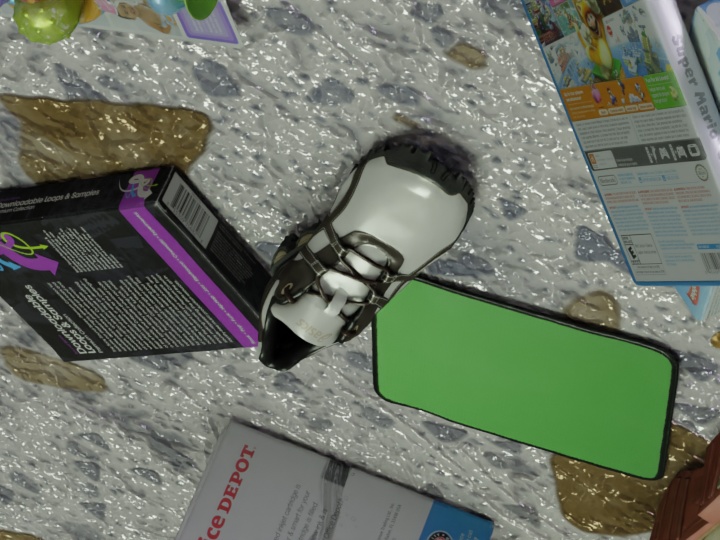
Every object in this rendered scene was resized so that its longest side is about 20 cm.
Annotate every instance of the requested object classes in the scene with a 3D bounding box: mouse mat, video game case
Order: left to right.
[{"bbox_3d":[0.100,0.067,1.885,0.199,0.008,0.161,17,149,12],"label":"mouse mat"},{"bbox_3d":[0.133,-0.087,1.469,0.201,0.018,0.143,67,163,-7],"label":"video game case"}]

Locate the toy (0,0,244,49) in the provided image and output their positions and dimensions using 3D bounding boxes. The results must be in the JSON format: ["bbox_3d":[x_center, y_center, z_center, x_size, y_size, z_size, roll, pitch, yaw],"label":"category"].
[{"bbox_3d":[-0.173,-0.161,1.675,0.199,0.047,0.115,6,144,26],"label":"toy"}]

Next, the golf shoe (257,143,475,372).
[{"bbox_3d":[0.000,0.000,1.763,0.078,0.095,0.200,32,145,-9],"label":"golf shoe"}]

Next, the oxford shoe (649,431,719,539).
[{"bbox_3d":[0.232,0.160,1.883,0.074,0.071,0.200,18,153,-8],"label":"oxford shoe"}]

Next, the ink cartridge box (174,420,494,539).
[{"bbox_3d":[-0.028,0.213,2.060,0.199,0.145,0.084,21,150,3],"label":"ink cartridge box"}]

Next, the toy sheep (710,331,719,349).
[{"bbox_3d":[0.275,0.075,1.664,0.200,0.138,0.138,50,143,-11],"label":"toy sheep"}]

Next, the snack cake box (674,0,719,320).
[{"bbox_3d":[0.212,-0.070,1.482,0.067,0.115,0.200,59,161,26],"label":"snack cake box"}]

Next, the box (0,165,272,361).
[{"bbox_3d":[-0.157,-0.001,1.924,0.200,0.036,0.143,-7,137,38],"label":"box"}]
